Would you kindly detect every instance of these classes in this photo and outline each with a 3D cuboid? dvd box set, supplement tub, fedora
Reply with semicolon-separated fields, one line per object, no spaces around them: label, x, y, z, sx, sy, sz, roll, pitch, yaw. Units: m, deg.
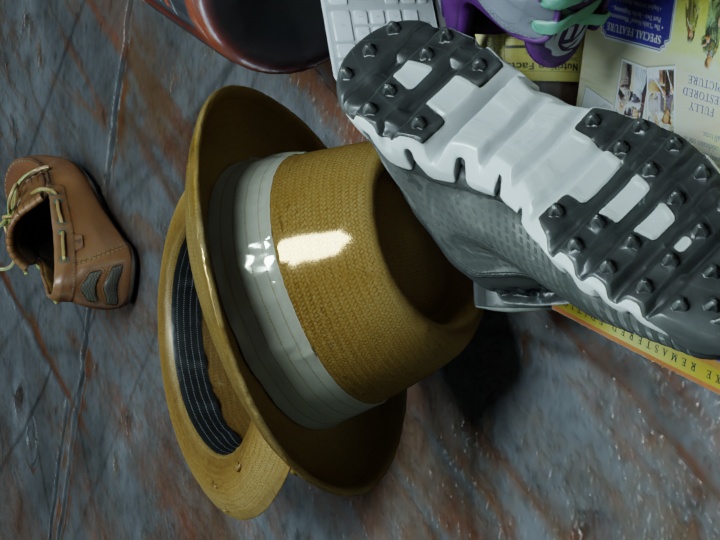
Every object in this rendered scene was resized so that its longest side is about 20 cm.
dvd box set;0.129;-0.063;0.705;0.146;0.029;0.201;28;116;61
supplement tub;-0.074;-0.178;1.041;0.200;0.107;0.107;39;126;57
fedora;-0.043;0.032;1.013;0.201;0.082;0.201;179;90;-66
fedora;0.000;0.000;0.846;0.082;0.201;0.201;-17;72;21

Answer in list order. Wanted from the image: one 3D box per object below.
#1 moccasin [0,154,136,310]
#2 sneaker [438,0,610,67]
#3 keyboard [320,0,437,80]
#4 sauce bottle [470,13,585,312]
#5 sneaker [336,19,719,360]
moccasin;-0.226;-0.028;1.402;0.201;0.078;0.074;-126;42;-50
sneaker;0.087;-0.118;0.686;0.200;0.074;0.088;8;111;62
keyboard;-0.002;-0.183;0.946;0.011;0.056;0.200;138;126;-59
sauce bottle;0.066;-0.084;0.800;0.065;0.065;0.201;-170;80;-64
sneaker;0.076;-0.018;0.711;0.200;0.066;0.091;35;162;37
